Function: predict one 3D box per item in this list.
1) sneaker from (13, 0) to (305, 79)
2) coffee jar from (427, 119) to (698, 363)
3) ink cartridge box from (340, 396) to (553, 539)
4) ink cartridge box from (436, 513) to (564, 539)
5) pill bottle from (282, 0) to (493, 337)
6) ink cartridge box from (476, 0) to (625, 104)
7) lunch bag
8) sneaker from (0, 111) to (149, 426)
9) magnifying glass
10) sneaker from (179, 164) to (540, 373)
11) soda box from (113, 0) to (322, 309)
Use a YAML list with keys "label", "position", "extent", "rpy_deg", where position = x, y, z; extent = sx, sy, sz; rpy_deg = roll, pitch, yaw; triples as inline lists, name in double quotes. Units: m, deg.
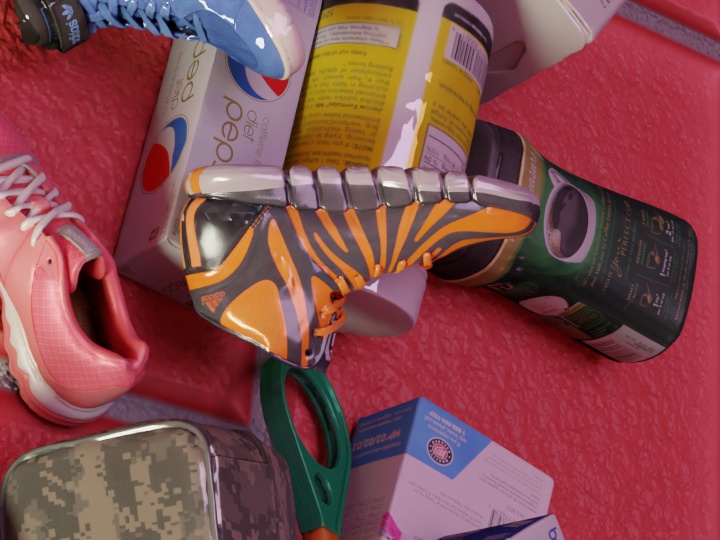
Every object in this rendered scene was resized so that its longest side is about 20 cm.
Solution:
- label: "sneaker"
  position: [-0.132, -0.148, 1.100]
  extent: [0.200, 0.077, 0.111]
  rpy_deg: [41, 70, 16]
- label: "coffee jar"
  position: [0.122, -0.019, 1.285]
  extent: [0.199, 0.085, 0.105]
  rpy_deg: [25, 68, -29]
- label: "ink cartridge box"
  position: [0.034, 0.192, 1.158]
  extent: [0.115, 0.068, 0.201]
  rpy_deg: [33, 57, -26]
- label: "ink cartridge box"
  position: [0.099, 0.241, 1.088]
  extent: [0.044, 0.094, 0.201]
  rpy_deg: [-21, 91, -41]
- label: "pill bottle"
  position: [0.008, -0.070, 1.191]
  extent: [0.114, 0.114, 0.201]
  rpy_deg: [24, 69, -29]
- label: "ink cartridge box"
  position: [0.129, -0.211, 1.316]
  extent: [0.084, 0.144, 0.200]
  rpy_deg: [49, 52, -12]
- label: "lunch bag"
  position: [-0.088, 0.185, 1.023]
  extent: [0.168, 0.139, 0.201]
  rpy_deg: [20, 59, -63]
- label: "sneaker"
  position: [-0.170, -0.018, 1.060]
  extent: [0.074, 0.087, 0.201]
  rpy_deg: [-30, 94, -41]
- label: "magnifying glass"
  position: [-0.026, 0.133, 1.119]
  extent: [0.080, 0.022, 0.201]
  rpy_deg: [44, 28, -48]
- label: "sneaker"
  position: [0.000, 0.000, 1.088]
  extent: [0.199, 0.078, 0.113]
  rpy_deg: [0, 89, -3]
- label: "soda box"
  position: [-0.083, -0.083, 1.161]
  extent: [0.063, 0.068, 0.201]
  rpy_deg: [27, 60, -27]
